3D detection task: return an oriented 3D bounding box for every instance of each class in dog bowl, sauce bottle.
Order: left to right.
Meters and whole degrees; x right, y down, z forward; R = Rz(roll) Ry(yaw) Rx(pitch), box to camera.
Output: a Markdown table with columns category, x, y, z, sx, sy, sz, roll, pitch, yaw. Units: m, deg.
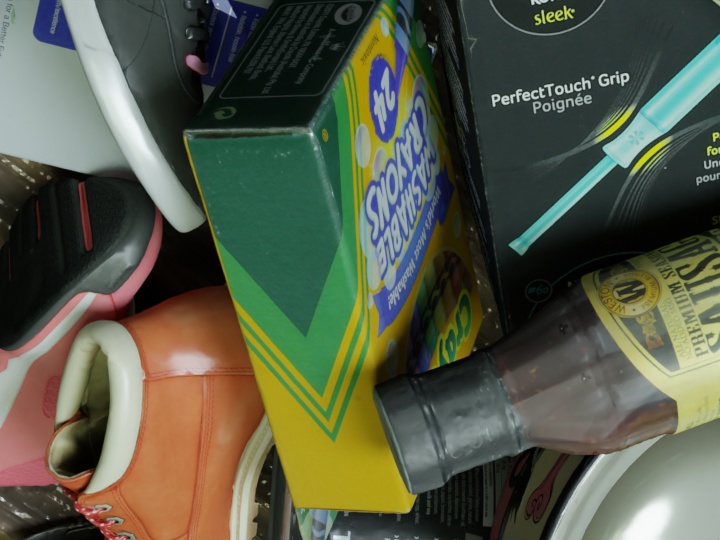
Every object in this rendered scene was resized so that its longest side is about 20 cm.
| category | x | y | z | sx | sy | sz | roll | pitch | yaw |
| --- | --- | --- | --- | --- | --- | --- | --- | --- | --- |
| sauce bottle | 0.104 | 0.027 | 0.612 | 0.199 | 0.066 | 0.066 | -21 | 122 | -6 |
| dog bowl | 0.140 | 0.119 | 0.713 | 0.199 | 0.074 | 0.201 | -6 | 105 | -21 |

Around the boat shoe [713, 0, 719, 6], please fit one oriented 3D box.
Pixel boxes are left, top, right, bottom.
| category | x | y | z | sx | sy | sz | roll | pitch | yaw |
| --- | --- | --- | --- | --- | --- | --- | --- | --- | --- |
| boat shoe | 0.176 | -0.085 | 0.559 | 0.202 | 0.075 | 0.075 | 27 | 114 | -22 |

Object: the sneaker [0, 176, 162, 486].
| category | x | y | z | sx | sy | sz | roll | pitch | yaw |
| --- | --- | --- | --- | --- | --- | --- | --- | --- | --- |
| sneaker | -0.125 | 0.031 | 0.770 | 0.087 | 0.074 | 0.200 | 17 | 135 | -29 |

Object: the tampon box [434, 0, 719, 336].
| category | x | y | z | sx | sy | sz | roll | pitch | yaw |
| --- | --- | --- | --- | --- | --- | --- | --- | --- | --- |
| tampon box | 0.109 | -0.083 | 0.672 | 0.149 | 0.126 | 0.201 | -11 | 122 | 1 |

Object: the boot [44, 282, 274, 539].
| category | x | y | z | sx | sy | sz | roll | pitch | yaw |
| --- | --- | --- | --- | --- | --- | --- | --- | --- | --- |
| boot | -0.095 | 0.090 | 0.746 | 0.107 | 0.075 | 0.200 | -13 | 133 | -40 |

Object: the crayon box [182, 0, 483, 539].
| category | x | y | z | sx | sy | sz | roll | pitch | yaw |
| --- | --- | --- | --- | --- | --- | --- | --- | --- | --- |
| crayon box | 0.000 | 0.000 | 0.671 | 0.051 | 0.126 | 0.201 | 0 | 126 | 20 |

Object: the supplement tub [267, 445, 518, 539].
| category | x | y | z | sx | sy | sz | roll | pitch | yaw |
| --- | --- | --- | --- | --- | --- | --- | --- | --- | --- |
| supplement tub | 0.059 | 0.122 | 0.803 | 0.199 | 0.123 | 0.123 | 5 | 122 | -7 |

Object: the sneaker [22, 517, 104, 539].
| category | x | y | z | sx | sy | sz | roll | pitch | yaw |
| --- | --- | --- | --- | --- | --- | --- | --- | --- | --- |
| sneaker | -0.074 | 0.181 | 0.861 | 0.199 | 0.075 | 0.107 | -1 | 122 | -1 |

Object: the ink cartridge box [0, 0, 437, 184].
| category | x | y | z | sx | sy | sz | roll | pitch | yaw |
| --- | --- | --- | --- | --- | --- | --- | --- | --- | --- |
| ink cartridge box | -0.077 | -0.082 | 0.716 | 0.199 | 0.039 | 0.100 | 15 | 120 | -10 |

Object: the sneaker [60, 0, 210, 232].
| category | x | y | z | sx | sy | sz | roll | pitch | yaw |
| --- | --- | --- | --- | --- | --- | --- | --- | --- | --- |
| sneaker | -0.061 | -0.120 | 0.639 | 0.099 | 0.071 | 0.201 | -17 | 93 | -2 |
